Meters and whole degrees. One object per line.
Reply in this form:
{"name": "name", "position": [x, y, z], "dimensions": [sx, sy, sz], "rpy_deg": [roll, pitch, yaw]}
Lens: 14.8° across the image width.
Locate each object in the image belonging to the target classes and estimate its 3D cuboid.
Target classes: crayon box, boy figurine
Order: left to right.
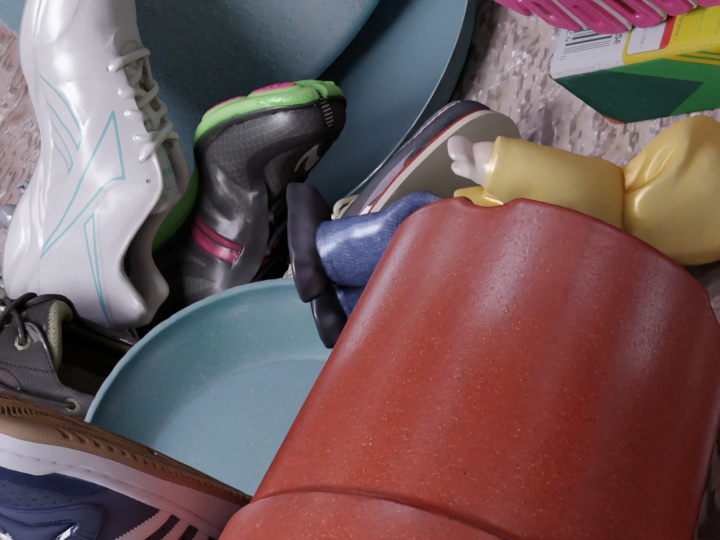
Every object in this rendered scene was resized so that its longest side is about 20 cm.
{"name": "boy figurine", "position": [0.069, -0.021, 1.172], "dimensions": [0.198, 0.125, 0.065], "rpy_deg": [-13, 55, 11]}
{"name": "crayon box", "position": [0.181, -0.139, 1.198], "dimensions": [0.199, 0.051, 0.128], "rpy_deg": [-6, 59, 49]}

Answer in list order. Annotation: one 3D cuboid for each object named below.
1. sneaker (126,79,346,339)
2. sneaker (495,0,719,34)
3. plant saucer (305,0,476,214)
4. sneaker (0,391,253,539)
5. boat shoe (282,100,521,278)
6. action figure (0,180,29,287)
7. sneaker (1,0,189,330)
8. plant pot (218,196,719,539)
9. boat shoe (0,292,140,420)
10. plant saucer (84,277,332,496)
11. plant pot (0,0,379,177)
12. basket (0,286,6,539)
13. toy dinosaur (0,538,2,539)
{"name": "sneaker", "position": [-0.053, -0.018, 1.338], "dimensions": [0.084, 0.076, 0.200], "rpy_deg": [60, 140, 25]}
{"name": "sneaker", "position": [0.125, -0.159, 1.176], "dimensions": [0.199, 0.074, 0.088], "rpy_deg": [-6, 60, 43]}
{"name": "plant saucer", "position": [-0.010, -0.102, 1.420], "dimensions": [0.200, 0.027, 0.201], "rpy_deg": [-31, 42, 33]}
{"name": "sneaker", "position": [-0.108, 0.116, 1.062], "dimensions": [0.070, 0.200, 0.109], "rpy_deg": [23, 87, 33]}
{"name": "boat shoe", "position": [0.000, 0.000, 1.294], "dimensions": [0.201, 0.071, 0.063], "rpy_deg": [-56, 39, 12]}
{"name": "action figure", "position": [-0.162, -0.005, 1.456], "dimensions": [0.200, 0.054, 0.119], "rpy_deg": [180, 106, -73]}
{"name": "sneaker", "position": [-0.115, -0.068, 1.304], "dimensions": [0.080, 0.070, 0.202], "rpy_deg": [13, 109, 26]}
{"name": "plant pot", "position": [0.049, 0.091, 1.076], "dimensions": [0.200, 0.201, 0.196], "rpy_deg": [-10, 48, 46]}
{"name": "boat shoe", "position": [-0.148, 0.040, 1.275], "dimensions": [0.072, 0.200, 0.066], "rpy_deg": [-82, 18, -55]}
{"name": "plant saucer", "position": [-0.025, 0.098, 1.199], "dimensions": [0.198, 0.036, 0.201], "rpy_deg": [0, 59, 0]}
{"name": "plant pot", "position": [-0.080, -0.206, 1.406], "dimensions": [0.199, 0.196, 0.197], "rpy_deg": [-35, 40, 17]}
{"name": "basket", "position": [-0.207, 0.105, 1.337], "dimensions": [0.136, 0.123, 0.200], "rpy_deg": [-51, 10, 28]}
{"name": "toy dinosaur", "position": [-0.070, 0.129, 1.242], "dimensions": [0.198, 0.058, 0.102], "rpy_deg": [-14, 55, -10]}
